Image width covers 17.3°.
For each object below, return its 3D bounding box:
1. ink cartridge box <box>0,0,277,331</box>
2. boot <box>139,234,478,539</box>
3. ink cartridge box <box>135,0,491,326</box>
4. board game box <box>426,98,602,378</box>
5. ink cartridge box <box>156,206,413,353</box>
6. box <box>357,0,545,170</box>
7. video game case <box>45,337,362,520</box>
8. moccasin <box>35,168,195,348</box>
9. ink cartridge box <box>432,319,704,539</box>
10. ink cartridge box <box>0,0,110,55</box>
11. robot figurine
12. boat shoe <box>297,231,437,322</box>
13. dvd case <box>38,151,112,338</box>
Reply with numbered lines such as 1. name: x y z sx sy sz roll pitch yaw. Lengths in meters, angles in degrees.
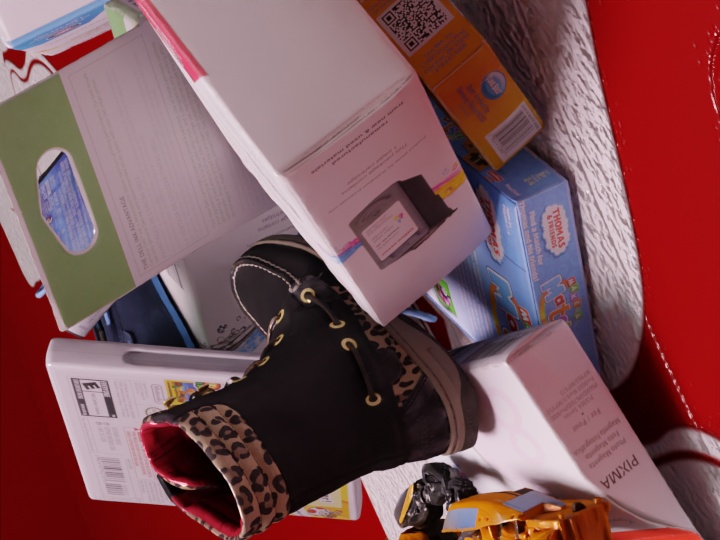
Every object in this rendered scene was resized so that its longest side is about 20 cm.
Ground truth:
1. ink cartridge box: -0.108 -0.078 1.285 0.048 0.199 0.146 35 149 50
2. boot: -0.050 0.061 1.260 0.200 0.150 0.074 39 144 40
3. ink cartridge box: -0.023 -0.080 1.172 0.148 0.085 0.200 51 179 24
4. board game box: 0.063 -0.025 1.317 0.200 0.036 0.152 47 156 51
5. ink cartridge box: -0.067 -0.017 1.550 0.147 0.144 0.201 44 154 53
6. box: 0.007 -0.148 1.196 0.200 0.041 0.119 52 -176 24
7. video game case: -0.092 0.101 1.472 0.200 0.181 0.023 86 -171 -60
8. moccasin: -0.172 0.008 1.534 0.200 0.068 0.081 55 162 35
9. ink cartridge box: 0.112 0.127 1.269 0.201 0.057 0.162 61 157 -3
10. ink cartridge box: -0.176 -0.232 1.498 0.200 0.146 0.147 -101 -14 -87
11. robot figurine: 0.074 0.173 1.255 0.200 0.058 0.146 -12 97 59
12. boat shoe: 0.000 0.000 1.345 0.069 0.084 0.200 51 163 31
13. dvd case: -0.129 -0.073 1.440 0.017 0.200 0.143 26 -153 -34
